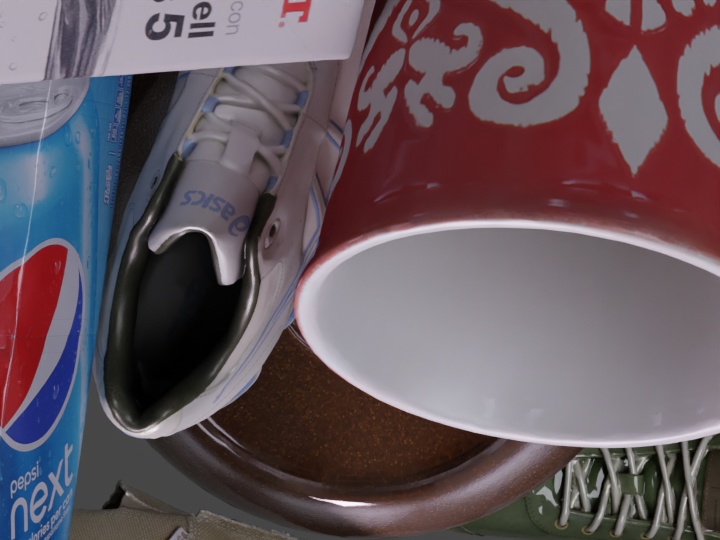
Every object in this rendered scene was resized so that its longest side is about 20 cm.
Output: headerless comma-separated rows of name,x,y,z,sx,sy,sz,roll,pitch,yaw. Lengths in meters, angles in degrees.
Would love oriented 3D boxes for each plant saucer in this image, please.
plant saucer,0.000,0.000,0.817,0.199,0.032,0.202,1,105,4

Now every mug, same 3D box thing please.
mug,0.050,-0.063,0.702,0.133,0.177,0.201,23,61,-27

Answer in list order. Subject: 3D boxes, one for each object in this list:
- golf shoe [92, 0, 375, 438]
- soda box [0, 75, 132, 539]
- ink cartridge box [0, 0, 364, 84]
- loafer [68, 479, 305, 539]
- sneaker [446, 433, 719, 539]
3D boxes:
golf shoe,-0.028,-0.037,0.743,0.078,0.097,0.201,19,105,-1
soda box,-0.117,0.014,0.718,0.064,0.067,0.201,1,98,-74
ink cartridge box,-0.090,-0.127,0.611,0.199,0.084,0.146,-7,130,-26
loafer,-0.069,0.108,0.837,0.199,0.068,0.076,11,129,-47
sneaker,0.118,0.071,0.934,0.199,0.090,0.068,-2,102,-31
